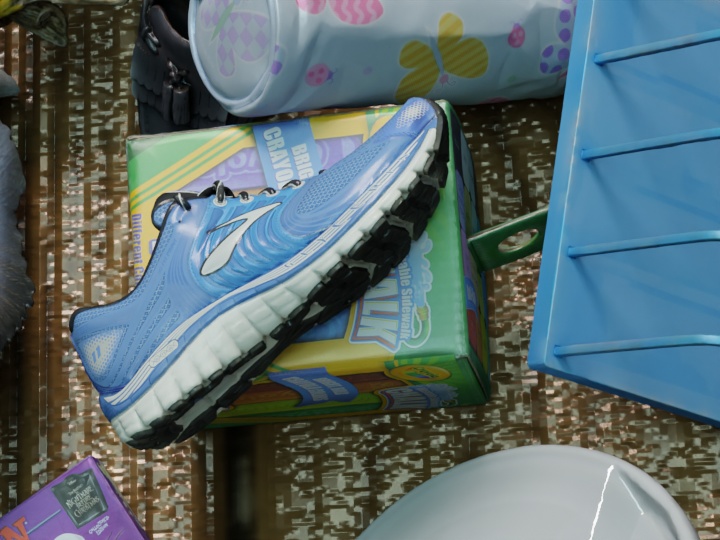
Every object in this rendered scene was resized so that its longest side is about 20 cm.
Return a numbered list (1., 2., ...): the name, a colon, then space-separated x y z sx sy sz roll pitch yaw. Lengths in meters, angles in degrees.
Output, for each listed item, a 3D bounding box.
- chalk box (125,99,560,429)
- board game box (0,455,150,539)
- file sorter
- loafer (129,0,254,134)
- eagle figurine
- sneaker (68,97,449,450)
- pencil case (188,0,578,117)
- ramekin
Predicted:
1. chalk box: 0.000 0.000 1.166 0.198 0.125 0.125 -5 76 8
2. board game box: -0.179 0.196 1.195 0.199 0.032 0.120 -36 70 -1
3. file sorter: 0.178 -0.040 1.119 0.122 0.138 0.202 -7 70 53
4. loafer: -0.079 -0.133 1.198 0.071 0.063 0.201 21 111 15
5. eagle figurine: -0.222 -0.062 1.178 0.151 0.151 0.201 2 69 46
6. sneaker: -0.046 -0.014 1.073 0.200 0.079 0.089 -38 76 -2
7. pencil case: 0.016 -0.120 1.167 0.199 0.084 0.091 -5 35 -31
8. ramekin: 0.077 0.185 1.089 0.201 0.094 0.203 -20 43 20
